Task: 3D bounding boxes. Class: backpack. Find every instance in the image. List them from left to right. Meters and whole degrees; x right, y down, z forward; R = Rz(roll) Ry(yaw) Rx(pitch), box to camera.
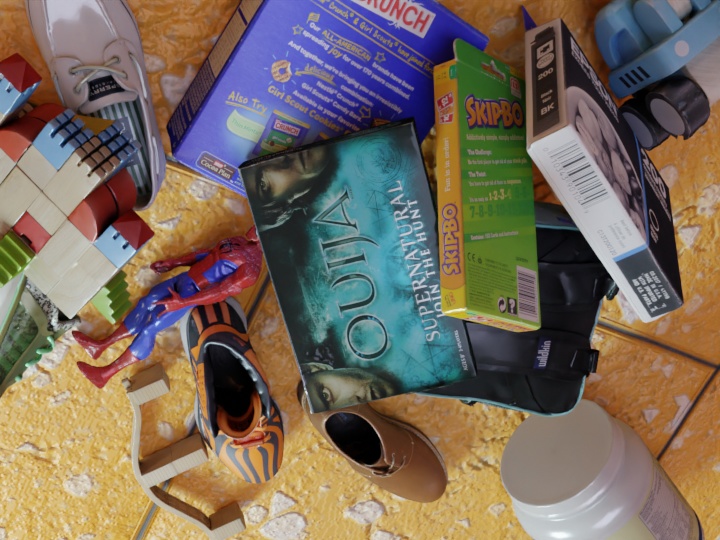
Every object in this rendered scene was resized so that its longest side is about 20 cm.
[{"bbox_3d":[0.093,0.019,0.909,0.198,0.153,0.177,4,111,-25],"label":"backpack"}]

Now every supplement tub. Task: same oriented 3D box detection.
[{"bbox_3d":[0.240,0.235,1.074,0.145,0.145,0.200,-38,121,5],"label":"supplement tub"}]

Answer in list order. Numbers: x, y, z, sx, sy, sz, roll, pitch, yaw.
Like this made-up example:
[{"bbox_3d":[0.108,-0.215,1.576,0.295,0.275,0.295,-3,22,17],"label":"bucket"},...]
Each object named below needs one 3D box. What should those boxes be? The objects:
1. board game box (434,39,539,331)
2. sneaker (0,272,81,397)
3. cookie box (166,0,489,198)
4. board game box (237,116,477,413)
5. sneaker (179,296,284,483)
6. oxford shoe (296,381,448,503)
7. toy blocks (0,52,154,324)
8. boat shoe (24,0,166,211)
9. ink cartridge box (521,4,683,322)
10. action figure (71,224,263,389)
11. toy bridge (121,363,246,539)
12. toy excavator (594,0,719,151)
[{"bbox_3d":[0.093,-0.062,0.795,0.095,0.030,0.202,15,72,-47],"label":"board game box"},{"bbox_3d":[-0.270,0.053,0.870,0.088,0.077,0.201,7,117,-29],"label":"sneaker"},{"bbox_3d":[-0.027,-0.143,0.834,0.170,0.075,0.201,27,107,-27],"label":"cookie box"},{"bbox_3d":[0.000,0.000,0.808,0.134,0.028,0.202,-14,105,9],"label":"board game box"},{"bbox_3d":[-0.107,0.127,0.930,0.077,0.112,0.201,-20,121,-5],"label":"sneaker"},{"bbox_3d":[0.018,0.174,1.019,0.071,0.071,0.200,-45,122,8],"label":"oxford shoe"},{"bbox_3d":[-0.215,-0.064,0.769,0.200,0.100,0.136,47,128,-7],"label":"toy blocks"},{"bbox_3d":[-0.185,-0.138,0.793,0.073,0.067,0.201,-23,121,-4],"label":"boat shoe"},{"bbox_3d":[0.190,-0.095,0.855,0.043,0.201,0.198,-24,126,26],"label":"ink cartridge box"},{"bbox_3d":[-0.148,0.018,0.888,0.199,0.066,0.052,-33,126,4],"label":"action figure"},{"bbox_3d":[-0.172,0.174,0.985,0.067,0.027,0.201,-24,121,-2],"label":"toy bridge"},{"bbox_3d":[0.227,-0.209,0.838,0.100,0.194,0.200,-40,93,-8],"label":"toy excavator"}]
